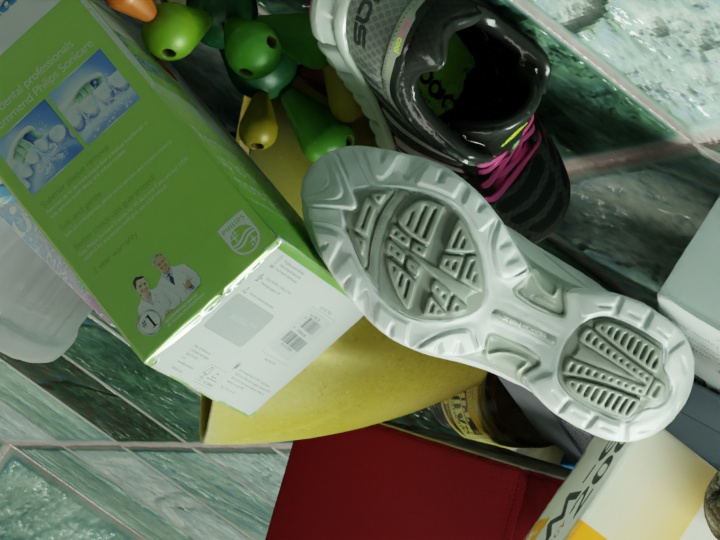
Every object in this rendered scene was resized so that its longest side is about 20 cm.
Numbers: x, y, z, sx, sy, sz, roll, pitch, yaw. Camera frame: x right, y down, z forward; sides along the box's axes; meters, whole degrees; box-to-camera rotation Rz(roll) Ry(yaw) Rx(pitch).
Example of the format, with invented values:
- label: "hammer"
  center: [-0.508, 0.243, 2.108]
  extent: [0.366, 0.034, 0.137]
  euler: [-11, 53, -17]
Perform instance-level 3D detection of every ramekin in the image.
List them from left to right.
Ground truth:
- label: "ramekin"
  center: [-0.232, -0.046, 1.908]
  extent: [0.202, 0.094, 0.202]
  euler: [44, -166, -14]

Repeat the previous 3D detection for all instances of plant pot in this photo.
- label: "plant pot"
  center: [0.000, 0.000, 1.541]
  extent: [0.141, 0.201, 0.200]
  euler: [9, 167, -5]

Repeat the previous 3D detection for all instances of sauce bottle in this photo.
- label: "sauce bottle"
  center: [0.081, 0.074, 1.754]
  extent: [0.066, 0.066, 0.200]
  euler: [35, 168, -8]

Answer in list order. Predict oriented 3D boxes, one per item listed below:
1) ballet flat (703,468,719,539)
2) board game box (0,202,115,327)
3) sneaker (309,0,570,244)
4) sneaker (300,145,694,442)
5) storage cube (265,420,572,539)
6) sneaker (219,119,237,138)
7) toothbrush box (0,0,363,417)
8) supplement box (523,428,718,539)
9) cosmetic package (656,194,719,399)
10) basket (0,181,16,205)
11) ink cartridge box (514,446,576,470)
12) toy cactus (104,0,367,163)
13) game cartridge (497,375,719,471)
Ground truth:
- label: "ballet flat"
  center: [0.247, 0.080, 1.325]
  extent: [0.199, 0.047, 0.067]
  euler: [-17, 169, 16]
- label: "board game box"
  center: [-0.144, -0.018, 1.708]
  extent: [0.199, 0.043, 0.200]
  euler: [42, -176, 29]
- label: "sneaker"
  center: [0.053, -0.068, 1.366]
  extent: [0.087, 0.074, 0.200]
  euler: [28, 162, 44]
- label: "sneaker"
  center: [0.054, 0.010, 1.368]
  extent: [0.200, 0.078, 0.099]
  euler: [35, 180, -10]
- label: "storage cube"
  center: [0.056, 0.185, 1.596]
  extent: [0.171, 0.181, 0.200]
  euler: [16, 180, -44]
- label: "sneaker"
  center: [-0.114, -0.079, 1.749]
  extent: [0.200, 0.081, 0.147]
  euler: [26, -163, -52]
- label: "toothbrush box"
  center: [-0.102, -0.042, 1.373]
  extent: [0.200, 0.086, 0.146]
  euler: [49, -176, 21]
- label: "supplement box"
  center: [0.165, 0.178, 1.399]
  extent: [0.200, 0.126, 0.074]
  euler: [37, 167, -8]
- label: "cosmetic package"
  center: [0.202, 0.041, 1.414]
  extent: [0.101, 0.074, 0.200]
  euler: [30, 165, 19]
- label: "basket"
  center: [-0.223, -0.137, 1.568]
  extent: [0.176, 0.201, 0.139]
  euler: [26, -159, 28]
- label: "ink cartridge box"
  center: [0.156, 0.126, 1.759]
  extent: [0.115, 0.068, 0.200]
  euler: [31, 159, -8]
- label: "toy cactus"
  center: [-0.069, -0.139, 1.418]
  extent: [0.200, 0.102, 0.165]
  euler: [38, -176, -30]
- label: "game cartridge"
  center: [0.158, 0.088, 1.462]
  extent: [0.200, 0.041, 0.133]
  euler: [27, 169, 33]
